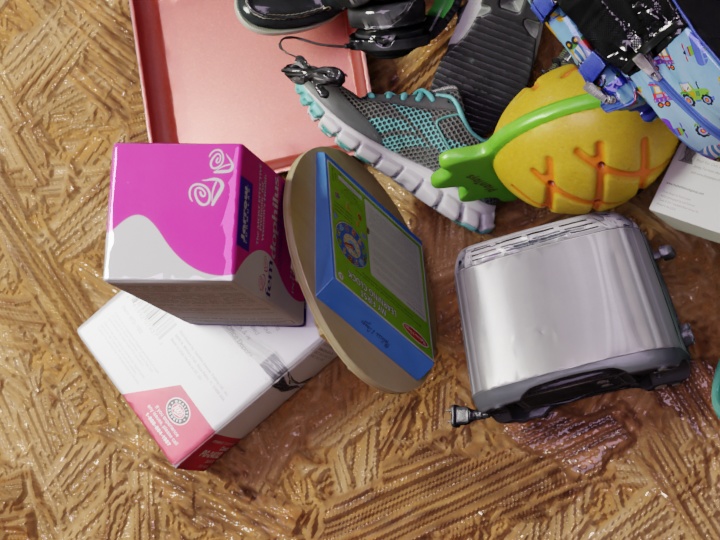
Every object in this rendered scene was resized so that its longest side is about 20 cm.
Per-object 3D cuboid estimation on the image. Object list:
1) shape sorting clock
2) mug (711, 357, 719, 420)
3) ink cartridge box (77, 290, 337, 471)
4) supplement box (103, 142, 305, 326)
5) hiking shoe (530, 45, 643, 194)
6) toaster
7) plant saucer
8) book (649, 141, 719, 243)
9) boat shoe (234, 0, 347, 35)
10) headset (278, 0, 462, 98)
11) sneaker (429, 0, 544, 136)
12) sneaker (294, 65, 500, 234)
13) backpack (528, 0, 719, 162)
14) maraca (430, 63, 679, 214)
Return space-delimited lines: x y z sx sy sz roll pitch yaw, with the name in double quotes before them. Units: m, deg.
"shape sorting clock" 0.000 0.000 1.478 0.039 0.199 0.202 -26 75 24
"mug" 0.329 0.018 1.402 0.183 0.115 0.153 -19 120 -4
"ink cartridge box" -0.105 0.044 1.558 0.200 0.083 0.146 -40 74 5
"supplement box" -0.109 -0.023 1.421 0.102 0.200 0.102 1 80 15
"hiking shoe" 0.176 -0.158 1.516 0.099 0.076 0.203 -4 81 11
"toaster" 0.152 0.038 1.474 0.198 0.114 0.131 -15 74 15
"plant saucer" -0.088 -0.173 1.613 0.197 0.037 0.202 -12 79 13
"book" 0.304 -0.111 1.372 0.133 0.048 0.201 24 84 54
"boat shoe" -0.008 -0.251 1.550 0.197 0.066 0.075 -18 80 -13
"headset" 0.016 -0.212 1.484 0.200 0.124 0.094 -45 34 -20
"sneaker" 0.115 -0.202 1.550 0.073 0.089 0.201 23 112 -3
"sneaker" 0.040 -0.115 1.522 0.199 0.078 0.092 33 92 -14
"backpack" 0.234 -0.161 1.306 0.201 0.182 0.134 52 128 3
"maraca" 0.149 -0.092 1.431 0.198 0.137 0.108 -19 65 27
